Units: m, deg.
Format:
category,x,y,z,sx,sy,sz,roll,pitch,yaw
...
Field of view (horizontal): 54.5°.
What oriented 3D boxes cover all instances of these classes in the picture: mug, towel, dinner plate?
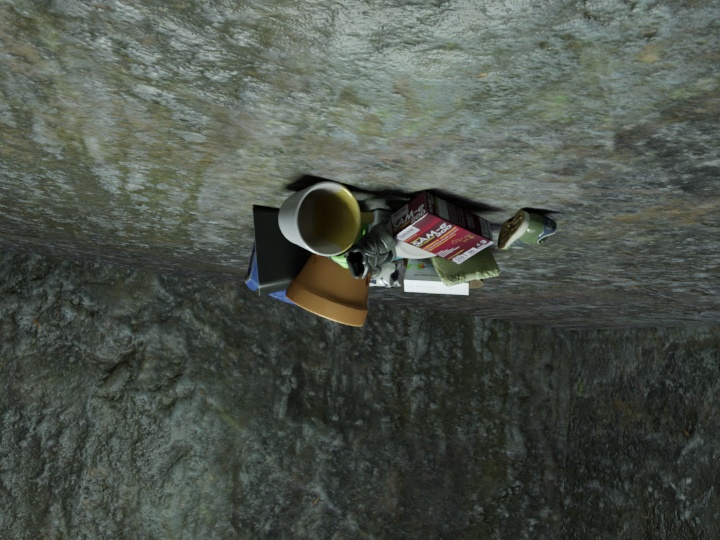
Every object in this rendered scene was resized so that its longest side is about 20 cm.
category,x,y,z,sx,sy,sz,roll,pitch,yaw
mug,-0.086,-0.100,1.479,0.186,0.150,0.153,32,168,-28
towel,0.239,-0.030,1.666,0.148,0.037,0.200,-11,-149,-6
dinner plate,0.147,-0.078,1.564,0.200,0.024,0.200,-6,146,-4

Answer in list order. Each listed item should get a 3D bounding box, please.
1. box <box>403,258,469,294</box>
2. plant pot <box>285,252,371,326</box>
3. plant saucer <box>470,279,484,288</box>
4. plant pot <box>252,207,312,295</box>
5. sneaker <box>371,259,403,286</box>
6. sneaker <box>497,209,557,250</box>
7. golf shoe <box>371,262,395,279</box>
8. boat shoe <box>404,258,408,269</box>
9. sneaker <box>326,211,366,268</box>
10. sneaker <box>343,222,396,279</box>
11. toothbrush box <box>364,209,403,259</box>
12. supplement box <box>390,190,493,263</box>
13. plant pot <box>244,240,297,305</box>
category,x,y,z,sx,sy,sz,roll,pitch,yaw
box,0.197,-0.020,1.727,0.156,0.200,0.041,3,129,12
plant pot,-0.061,0.029,1.648,0.200,0.140,0.200,21,-175,-2
plant saucer,0.240,0.016,1.920,0.200,0.030,0.200,8,169,2
plant pot,-0.180,-0.049,1.792,0.177,0.200,0.200,-4,173,-7
sneaker,0.041,0.003,1.908,0.129,0.080,0.199,9,-168,15
sneaker,0.369,-0.079,1.543,0.090,0.067,0.200,12,169,-1
golf shoe,0.000,0.000,1.776,0.200,0.079,0.097,1,177,44
boat shoe,0.150,-0.055,1.944,0.064,0.071,0.200,-29,174,-6
sneaker,-0.034,-0.083,1.587,0.084,0.077,0.200,18,-149,0
sneaker,0.019,-0.035,1.497,0.114,0.076,0.199,-38,174,-1
toothbrush box,0.058,-0.082,1.707,0.146,0.086,0.200,9,170,-25
supplement box,0.173,-0.087,1.475,0.200,0.061,0.109,19,142,-34
plant pot,-0.227,-0.017,2.016,0.179,0.200,0.200,14,171,-13
